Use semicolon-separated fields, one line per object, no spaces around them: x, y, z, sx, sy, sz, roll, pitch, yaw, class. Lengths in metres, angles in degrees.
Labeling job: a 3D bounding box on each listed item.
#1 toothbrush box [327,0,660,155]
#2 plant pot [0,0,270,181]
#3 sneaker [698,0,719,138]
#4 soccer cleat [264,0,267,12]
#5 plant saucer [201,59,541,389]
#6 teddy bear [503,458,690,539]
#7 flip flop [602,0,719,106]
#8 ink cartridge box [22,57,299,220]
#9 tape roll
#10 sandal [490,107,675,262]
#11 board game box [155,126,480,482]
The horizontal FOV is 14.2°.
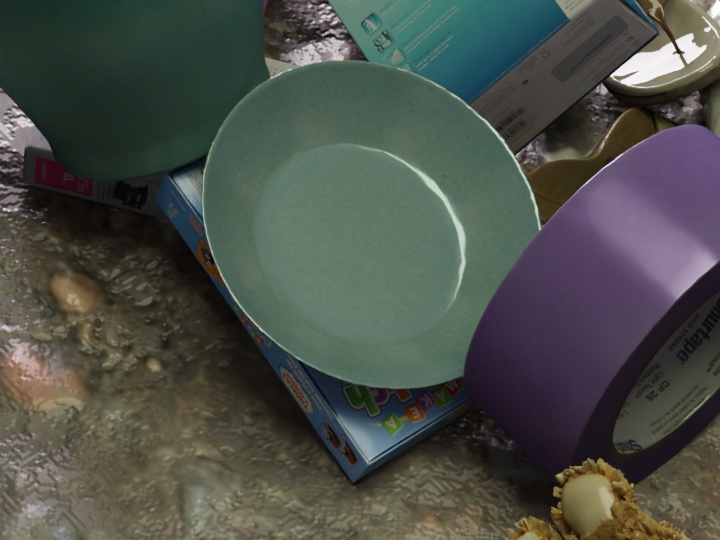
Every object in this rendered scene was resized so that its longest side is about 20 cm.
0.062;-0.179;1.753;0.146;0.085;0.200;-40;60;11;toothbrush box
-0.138;-0.161;1.607;0.199;0.189;0.200;-14;31;9;plant pot
0.242;-0.116;1.798;0.080;0.077;0.201;5;50;24;sneaker
-0.076;-0.205;1.777;0.066;0.077;0.200;11;33;0;soccer cleat
0.003;-0.021;1.605;0.200;0.039;0.202;8;64;-17;plant saucer
0.160;0.186;1.492;0.199;0.146;0.067;29;19;12;teddy bear
0.168;-0.176;1.806;0.081;0.058;0.200;-26;47;5;flip flop
-0.090;-0.080;1.719;0.199;0.042;0.120;13;51;4;ink cartridge box
0.155;0.024;1.575;0.200;0.200;0.085;-34;64;-31;tape roll
0.140;-0.035;1.717;0.080;0.054;0.200;44;39;6;sandal
0.000;0.000;1.638;0.151;0.037;0.200;-29;77;-29;board game box
